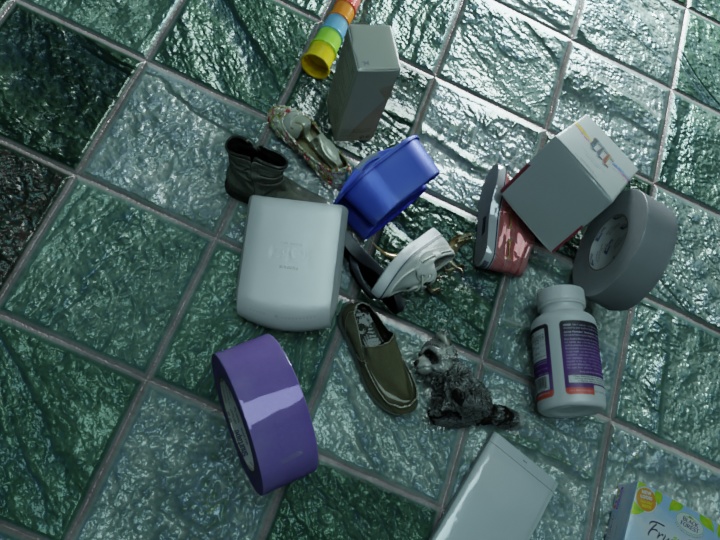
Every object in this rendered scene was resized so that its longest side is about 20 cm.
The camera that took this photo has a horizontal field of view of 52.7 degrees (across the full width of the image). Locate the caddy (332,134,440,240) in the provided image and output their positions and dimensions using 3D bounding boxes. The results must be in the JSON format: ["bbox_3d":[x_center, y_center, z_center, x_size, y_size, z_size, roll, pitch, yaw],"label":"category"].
[{"bbox_3d":[0.038,-0.148,1.227,0.199,0.141,0.106,-39,86,-25],"label":"caddy"}]

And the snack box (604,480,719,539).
[{"bbox_3d":[0.485,0.456,1.141,0.197,0.068,0.171,29,65,-3],"label":"snack box"}]

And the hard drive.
[{"bbox_3d":[0.208,0.373,1.124,0.131,0.027,0.201,37,65,2],"label":"hard drive"}]

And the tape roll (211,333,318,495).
[{"bbox_3d":[-0.135,0.198,1.008,0.083,0.200,0.203,-19,74,-21],"label":"tape roll"}]

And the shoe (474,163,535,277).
[{"bbox_3d":[0.262,-0.089,1.304,0.089,0.071,0.205,16,68,-13],"label":"shoe"}]

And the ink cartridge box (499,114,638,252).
[{"bbox_3d":[0.370,-0.157,1.277,0.145,0.145,0.199,49,38,7],"label":"ink cartridge box"}]

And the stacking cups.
[{"bbox_3d":[-0.047,-0.456,1.371,0.059,0.061,0.203,25,65,-3],"label":"stacking cups"}]

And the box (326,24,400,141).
[{"bbox_3d":[0.001,-0.318,1.251,0.076,0.201,0.097,-5,69,-16],"label":"box"}]

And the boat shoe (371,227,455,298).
[{"bbox_3d":[0.088,0.000,1.143,0.066,0.072,0.199,41,36,10],"label":"boat shoe"}]

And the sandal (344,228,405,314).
[{"bbox_3d":[0.000,0.000,1.199,0.043,0.076,0.201,-36,71,-17],"label":"sandal"}]

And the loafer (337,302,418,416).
[{"bbox_3d":[0.028,0.136,1.148,0.074,0.070,0.202,-28,78,-23],"label":"loafer"}]

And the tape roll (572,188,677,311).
[{"bbox_3d":[0.452,-0.035,1.254,0.065,0.200,0.204,24,64,-11],"label":"tape roll"}]

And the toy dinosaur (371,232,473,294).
[{"bbox_3d":[0.113,-0.015,1.250,0.196,0.059,0.103,-9,56,-25],"label":"toy dinosaur"}]

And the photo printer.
[{"bbox_3d":[-0.110,-0.008,1.144,0.162,0.070,0.205,7,80,2],"label":"photo printer"}]

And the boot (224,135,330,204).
[{"bbox_3d":[-0.132,-0.140,1.183,0.196,0.131,0.069,20,65,-6],"label":"boot"}]

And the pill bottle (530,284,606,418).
[{"bbox_3d":[0.342,0.133,1.209,0.109,0.112,0.205,6,68,-12],"label":"pill bottle"}]

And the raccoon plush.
[{"bbox_3d":[0.169,0.184,1.180,0.198,0.096,0.137,26,45,-36],"label":"raccoon plush"}]

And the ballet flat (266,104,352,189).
[{"bbox_3d":[-0.084,-0.229,1.270,0.200,0.064,0.076,44,66,6],"label":"ballet flat"}]
